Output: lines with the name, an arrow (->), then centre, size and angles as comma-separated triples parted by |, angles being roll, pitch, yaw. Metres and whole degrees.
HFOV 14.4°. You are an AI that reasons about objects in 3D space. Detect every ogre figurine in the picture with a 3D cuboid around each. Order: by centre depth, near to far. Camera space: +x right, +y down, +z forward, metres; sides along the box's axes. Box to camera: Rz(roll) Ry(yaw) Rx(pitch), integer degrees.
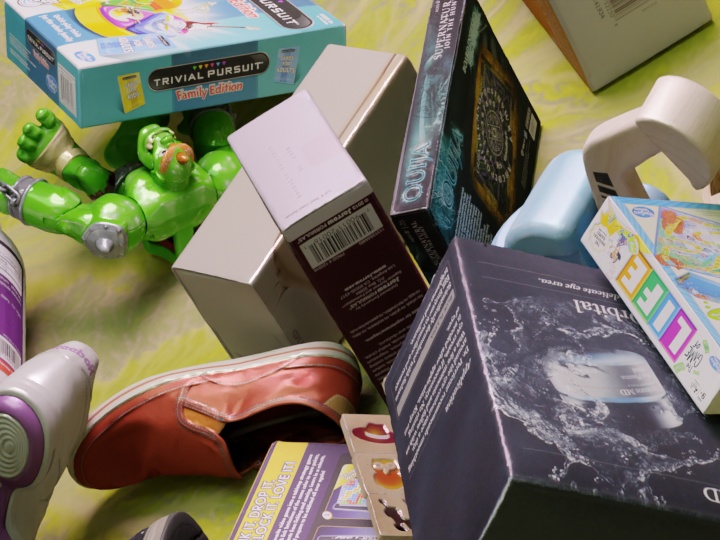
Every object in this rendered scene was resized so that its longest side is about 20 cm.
ogre figurine -> -0.151, -0.064, 1.954 | 0.120, 0.199, 0.099 | 37, 117, 36

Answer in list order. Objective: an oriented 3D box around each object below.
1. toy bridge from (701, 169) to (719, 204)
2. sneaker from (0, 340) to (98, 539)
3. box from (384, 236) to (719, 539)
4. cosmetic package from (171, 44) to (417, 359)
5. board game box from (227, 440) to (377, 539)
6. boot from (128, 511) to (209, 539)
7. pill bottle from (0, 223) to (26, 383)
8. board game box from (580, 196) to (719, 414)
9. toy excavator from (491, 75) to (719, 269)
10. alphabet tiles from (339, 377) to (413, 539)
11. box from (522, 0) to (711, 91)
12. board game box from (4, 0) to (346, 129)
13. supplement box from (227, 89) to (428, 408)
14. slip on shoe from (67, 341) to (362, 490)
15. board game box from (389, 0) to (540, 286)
toy bridge -> 0.245, -0.042, 1.739 | 0.067, 0.027, 0.201 | -22, 42, 12
sneaker -> -0.209, 0.122, 1.772 | 0.075, 0.200, 0.100 | 36, 45, 5
box -> 0.132, 0.102, 1.516 | 0.195, 0.118, 0.201 | 12, 36, -18
cosmetic package -> -0.026, -0.039, 1.847 | 0.073, 0.104, 0.201 | 11, 57, 37
board game box -> 0.003, 0.181, 1.592 | 0.164, 0.057, 0.200 | 1, 36, 19
boot -> -0.178, 0.235, 1.673 | 0.153, 0.074, 0.204 | -18, 29, 30
pill bottle -> -0.281, 0.039, 1.919 | 0.112, 0.113, 0.201 | -21, 41, 12
board game box -> 0.231, 0.020, 1.556 | 0.034, 0.199, 0.135 | -59, 46, 31
toy excavator -> 0.146, -0.032, 1.658 | 0.193, 0.200, 0.100 | 8, 54, 37
alphabet tiles -> 0.093, 0.119, 1.599 | 0.198, 0.008, 0.168 | 3, 38, -18
box -> 0.138, -0.237, 1.923 | 0.097, 0.125, 0.200 | -31, 40, 1
board game box -> -0.131, -0.161, 1.992 | 0.199, 0.047, 0.151 | -12, 28, -24
supplement box -> 0.000, 0.000, 1.716 | 0.061, 0.200, 0.109 | -31, 41, -1
slip on shoe -> -0.093, 0.101, 1.778 | 0.199, 0.074, 0.061 | -16, 46, 11
board game box -> 0.068, -0.066, 1.790 | 0.028, 0.136, 0.201 | -10, 45, 23
